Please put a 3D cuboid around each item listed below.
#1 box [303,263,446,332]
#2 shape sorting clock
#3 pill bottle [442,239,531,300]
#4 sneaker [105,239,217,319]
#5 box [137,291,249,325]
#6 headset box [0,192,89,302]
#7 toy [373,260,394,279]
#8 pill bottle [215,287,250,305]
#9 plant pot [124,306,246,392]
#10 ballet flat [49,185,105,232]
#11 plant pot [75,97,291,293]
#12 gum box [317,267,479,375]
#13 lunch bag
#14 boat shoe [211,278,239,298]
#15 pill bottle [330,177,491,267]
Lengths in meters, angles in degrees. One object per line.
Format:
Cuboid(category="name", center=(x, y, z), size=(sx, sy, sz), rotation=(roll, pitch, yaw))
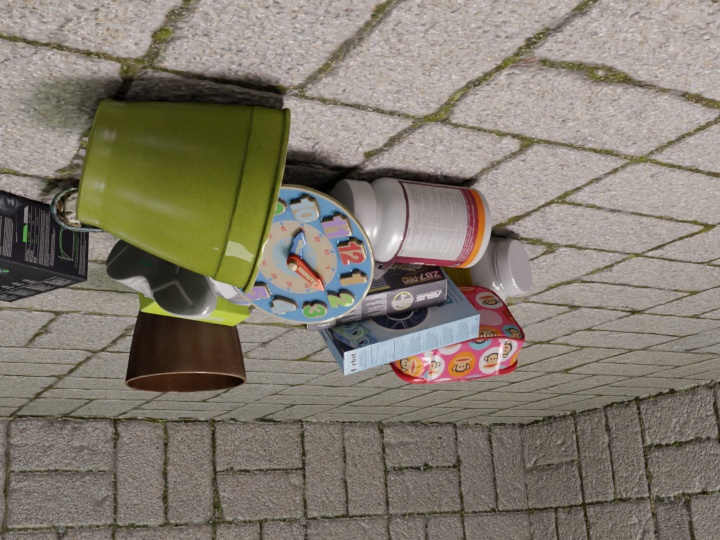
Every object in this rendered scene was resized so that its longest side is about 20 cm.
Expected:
Cuboid(category="box", center=(0.000, 0.000, 1.381), size=(0.199, 0.161, 0.049), rotation=(-12, 127, -14))
Cuboid(category="shape sorting clock", center=(-0.081, -0.015, 1.230), size=(0.198, 0.039, 0.201), rotation=(4, 123, 6))
Cuboid(category="pill bottle", center=(0.165, 0.013, 1.596), size=(0.199, 0.113, 0.112), rotation=(-14, 161, 32))
Cuboid(category="sneaker", center=(-0.230, 0.013, 1.233), size=(0.200, 0.071, 0.080), rotation=(24, 174, 43))
Cuboid(category="box", center=(-0.257, 0.009, 1.468), size=(0.048, 0.123, 0.199), rotation=(-31, 152, 32))
Cuboid(category="headset box", center=(-0.496, -0.031, 1.335), size=(0.173, 0.093, 0.200), rotation=(-14, 161, 34))
Cuboid(category="toy", center=(-0.061, -0.023, 1.322), size=(0.199, 0.047, 0.115), rotation=(25, -162, 8))
Cuboid(category="pill bottle", center=(-0.194, -0.026, 1.381), size=(0.113, 0.115, 0.200), rotation=(-9, 163, 18))
Cuboid(category="plant pot", center=(-0.273, 0.078, 1.573), size=(0.185, 0.201, 0.187), rotation=(-2, 164, -1))
Cuboid(category="ballet flat", center=(-0.291, -0.074, 1.251), size=(0.198, 0.075, 0.074), rotation=(-3, 164, -1))
Cuboid(category="plant pot", center=(-0.189, -0.095, 1.046), size=(0.192, 0.202, 0.200), rotation=(13, 161, -11))
Cuboid(category="gum box", center=(0.038, 0.054, 1.387), size=(0.199, 0.170, 0.045), rotation=(-14, 128, -18))
Cuboid(category="lunch bag", center=(0.123, 0.081, 1.464), size=(0.199, 0.176, 0.082), rotation=(-3, 125, -20))
Cuboid(category="boat shoe", center=(-0.176, -0.058, 1.182), size=(0.056, 0.201, 0.069), rotation=(-22, -154, -2))
Cuboid(category="pill bottle", center=(0.062, -0.064, 1.310), size=(0.199, 0.110, 0.109), rotation=(4, 163, -25))
